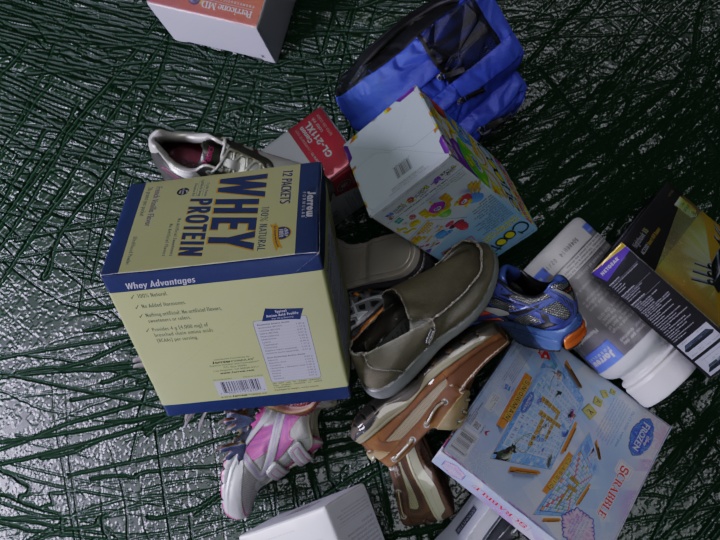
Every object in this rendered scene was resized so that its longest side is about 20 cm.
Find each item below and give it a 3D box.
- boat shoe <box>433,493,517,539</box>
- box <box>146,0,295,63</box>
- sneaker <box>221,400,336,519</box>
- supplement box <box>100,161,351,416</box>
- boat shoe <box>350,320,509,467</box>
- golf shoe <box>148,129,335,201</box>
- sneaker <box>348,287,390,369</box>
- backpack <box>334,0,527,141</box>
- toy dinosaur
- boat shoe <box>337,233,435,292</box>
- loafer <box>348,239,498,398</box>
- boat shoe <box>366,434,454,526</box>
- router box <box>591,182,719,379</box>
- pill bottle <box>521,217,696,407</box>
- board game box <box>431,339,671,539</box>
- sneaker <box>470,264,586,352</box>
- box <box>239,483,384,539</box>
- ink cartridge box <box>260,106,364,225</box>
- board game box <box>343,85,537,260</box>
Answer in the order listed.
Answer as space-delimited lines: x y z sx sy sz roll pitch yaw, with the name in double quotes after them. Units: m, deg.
0.131 0.313 0.857 0.068 0.072 0.201 35 90 -12 "boat shoe"
-0.159 -0.393 0.968 0.151 0.106 0.202 14 84 8 "box"
-0.094 0.204 0.889 0.088 0.081 0.202 26 86 11 "sneaker"
-0.118 0.022 0.755 0.198 0.201 0.135 -6 42 3 "supplement box"
0.081 0.134 0.807 0.200 0.076 0.074 -41 92 15 "boat shoe"
-0.127 -0.096 0.785 0.198 0.088 0.078 13 79 11 "golf shoe"
-0.013 0.062 0.886 0.200 0.079 0.077 -39 65 -25 "sneaker"
0.080 -0.214 0.888 0.199 0.163 0.169 -34 100 -1 "backpack"
-0.154 0.130 0.882 0.198 0.106 0.182 -9 40 -9 "toy dinosaur"
0.000 0.000 0.895 0.199 0.062 0.073 -6 67 40 "boat shoe"
0.064 0.040 0.777 0.200 0.075 0.070 -49 125 -10 "loafer"
0.038 0.198 0.880 0.074 0.075 0.204 -23 79 11 "boat shoe"
0.352 0.002 0.817 0.157 0.200 0.052 43 131 10 "router box"
0.278 0.048 0.852 0.114 0.114 0.200 -44 79 -1 "pill bottle"
0.213 0.191 0.833 0.199 0.041 0.200 37 60 10 "board game box"
0.148 0.027 0.829 0.198 0.075 0.079 6 117 31 "sneaker"
-0.029 0.359 0.833 0.124 0.097 0.202 -25 79 24 "box"
-0.092 -0.080 0.895 0.199 0.146 0.083 -36 77 0 "ink cartridge box"
0.090 -0.089 0.825 0.105 0.199 0.104 -35 54 22 "board game box"
